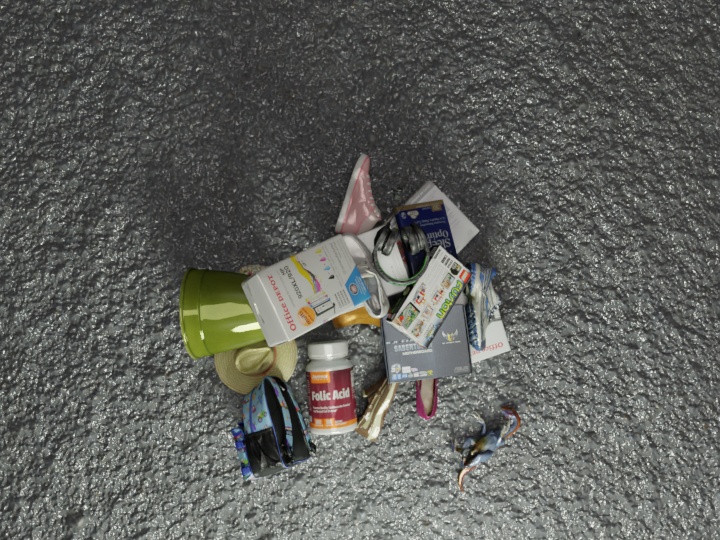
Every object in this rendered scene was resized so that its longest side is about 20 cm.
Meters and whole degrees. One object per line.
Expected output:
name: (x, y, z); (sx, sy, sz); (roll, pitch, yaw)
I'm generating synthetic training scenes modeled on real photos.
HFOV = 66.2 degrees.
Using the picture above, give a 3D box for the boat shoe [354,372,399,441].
boat shoe: (0.039, 0.300, 1.316); (0.074, 0.075, 0.205); (22, 85, 3)

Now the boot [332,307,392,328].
boot: (0.005, 0.111, 1.334); (0.143, 0.071, 0.203); (-27, 86, 0)

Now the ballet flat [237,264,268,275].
ballet flat: (-0.201, 0.034, 1.316); (0.198, 0.064, 0.077); (19, 84, -3)

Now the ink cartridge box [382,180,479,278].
ink cartridge box: (0.154, -0.086, 1.346); (0.200, 0.084, 0.176); (-43, 89, -7)

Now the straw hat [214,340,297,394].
straw hat: (-0.247, 0.203, 1.288); (0.198, 0.085, 0.204); (0, 86, -5)

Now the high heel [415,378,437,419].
high heel: (0.158, 0.248, 1.317); (0.066, 0.096, 0.203); (8, 85, -4)

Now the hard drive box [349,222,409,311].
hard drive box: (0.000, 0.000, 1.263); (0.198, 0.077, 0.158); (-19, 89, 3)

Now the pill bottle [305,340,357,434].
pill bottle: (-0.069, 0.268, 1.286); (0.112, 0.114, 0.203); (-5, 87, -5)

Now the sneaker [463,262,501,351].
sneaker: (0.286, 0.083, 1.268); (0.084, 0.077, 0.203); (0, 85, -8)

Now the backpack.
backpack: (-0.204, 0.347, 1.241); (0.133, 0.182, 0.202); (-23, 75, 10)

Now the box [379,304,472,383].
box: (0.149, 0.167, 1.268); (0.197, 0.051, 0.160); (-6, 85, -1)

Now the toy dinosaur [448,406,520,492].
toy dinosaur: (0.309, 0.413, 1.351); (0.179, 0.105, 0.202); (-13, 125, -19)

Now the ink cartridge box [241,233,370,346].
ink cartridge box: (-0.114, 0.043, 1.122); (0.199, 0.144, 0.149); (-26, 90, -27)

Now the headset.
headset: (0.086, -0.072, 1.174); (0.122, 0.094, 0.203); (-2, 77, -5)

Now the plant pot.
plant pot: (-0.276, 0.088, 1.226); (0.190, 0.200, 0.203); (-4, 86, 0)

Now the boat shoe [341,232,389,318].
boat shoe: (0.007, 0.009, 1.190); (0.070, 0.069, 0.202); (-28, 88, 5)

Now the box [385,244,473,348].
box: (0.153, 0.058, 1.217); (0.110, 0.035, 0.201); (37, 80, -19)

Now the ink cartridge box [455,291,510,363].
ink cartridge box: (0.259, 0.118, 1.342); (0.143, 0.084, 0.203); (-17, 88, -6)

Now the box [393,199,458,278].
box: (0.157, -0.057, 1.269); (0.120, 0.032, 0.203); (-11, 81, -16)

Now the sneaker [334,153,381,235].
sneaker: (0.013, -0.174, 1.343); (0.103, 0.075, 0.203); (18, 92, 1)
